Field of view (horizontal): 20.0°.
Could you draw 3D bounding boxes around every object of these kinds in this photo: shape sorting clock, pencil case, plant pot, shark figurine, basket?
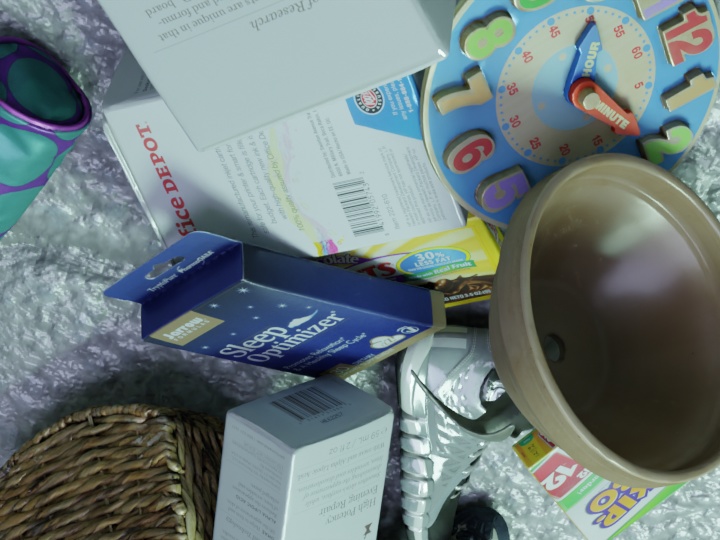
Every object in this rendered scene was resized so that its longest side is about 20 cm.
[{"bbox_3d":[0.131,-0.111,1.236,0.199,0.039,0.201,-11,121,-19],"label":"shape sorting clock"},{"bbox_3d":[-0.262,-0.063,1.342,0.092,0.086,0.200,13,134,-39],"label":"pencil case"},{"bbox_3d":[0.145,0.037,1.245,0.201,0.202,0.092,39,146,-21],"label":"plant pot"},{"bbox_3d":[0.121,0.060,1.370,0.090,0.214,0.128,55,155,16],"label":"shark figurine"},{"bbox_3d":[-0.161,0.179,1.504,0.199,0.144,0.149,-24,156,32],"label":"basket"}]

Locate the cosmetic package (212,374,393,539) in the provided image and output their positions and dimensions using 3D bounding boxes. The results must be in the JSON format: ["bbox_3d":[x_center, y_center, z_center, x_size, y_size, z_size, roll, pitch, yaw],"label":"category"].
[{"bbox_3d":[-0.044,0.182,1.397,0.074,0.101,0.201,27,121,39],"label":"cosmetic package"}]

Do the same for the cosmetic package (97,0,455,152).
[{"bbox_3d":[-0.059,-0.211,1.142,0.165,0.168,0.201,-20,123,22],"label":"cosmetic package"}]

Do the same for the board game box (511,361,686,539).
[{"bbox_3d":[0.173,0.132,1.392,0.095,0.030,0.200,-37,151,2],"label":"board game box"}]

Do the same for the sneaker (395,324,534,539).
[{"bbox_3d":[0.086,0.123,1.444,0.115,0.075,0.201,0,127,6],"label":"sneaker"}]

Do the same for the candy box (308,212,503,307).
[{"bbox_3d":[0.000,0.000,1.370,0.199,0.027,0.102,-11,144,17],"label":"candy box"}]

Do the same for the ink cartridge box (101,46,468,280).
[{"bbox_3d":[-0.044,-0.086,1.291,0.199,0.085,0.145,-12,126,16],"label":"ink cartridge box"}]

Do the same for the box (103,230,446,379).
[{"bbox_3d":[-0.058,0.027,1.339,0.199,0.033,0.121,15,151,-35],"label":"box"}]

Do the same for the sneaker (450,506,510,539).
[{"bbox_3d":[0.098,0.266,1.565,0.086,0.078,0.201,-12,119,-31],"label":"sneaker"}]
